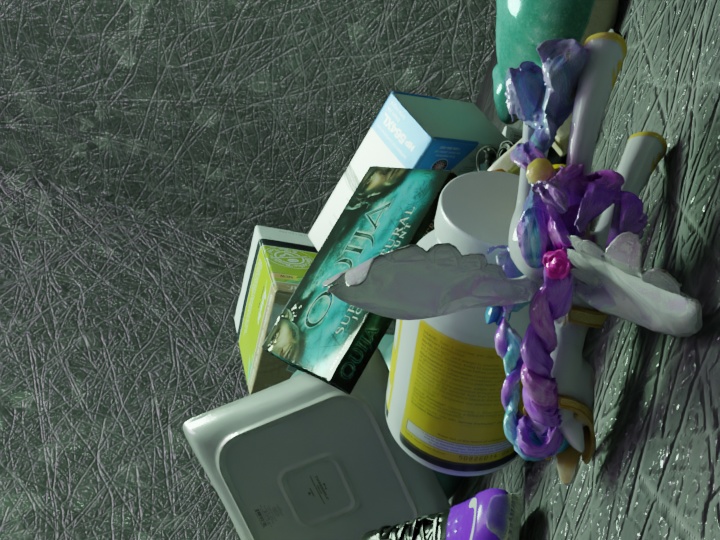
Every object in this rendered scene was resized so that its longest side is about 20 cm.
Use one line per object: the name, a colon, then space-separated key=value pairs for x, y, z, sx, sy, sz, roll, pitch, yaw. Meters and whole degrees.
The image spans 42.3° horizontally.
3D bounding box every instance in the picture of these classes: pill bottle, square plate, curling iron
pill bottle: x=0.080 y=0.038 z=0.638 sx=0.112 sy=0.111 sz=0.201 roll=-71 pitch=-9 yaw=-49
square plate: x=-0.035 y=0.192 z=0.829 sx=0.028 sy=0.197 sz=0.201 roll=-68 pitch=-46 yaw=-76
curling iron: x=0.168 y=-0.142 z=0.850 sx=0.025 sy=0.050 sz=0.200 roll=-15 pitch=-25 yaw=-41

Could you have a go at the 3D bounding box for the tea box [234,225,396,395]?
tea box: x=-0.033 y=0.056 z=1.097 sx=0.197 sy=0.198 sz=0.135 roll=-119 pitch=41 yaw=-62

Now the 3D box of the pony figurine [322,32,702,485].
pony figurine: x=0.097 y=-0.009 z=0.461 sx=0.193 sy=0.165 sz=0.202 roll=40 pitch=-121 yaw=-54

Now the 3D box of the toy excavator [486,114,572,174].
toy excavator: x=0.103 y=-0.053 z=0.849 sx=0.194 sy=0.100 sz=0.200 roll=-33 pitch=-13 yaw=-16

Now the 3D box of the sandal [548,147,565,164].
sandal: x=0.180 y=-0.119 z=0.961 sx=0.200 sy=0.042 sz=0.077 roll=-69 pitch=-4 yaw=-73

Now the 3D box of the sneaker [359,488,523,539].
sneaker: x=0.046 y=0.203 z=0.641 sx=0.201 sy=0.099 sz=0.070 roll=104 pitch=-179 yaw=-53

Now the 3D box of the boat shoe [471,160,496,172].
boat shoe: x=0.136 y=-0.020 z=1.008 sx=0.068 sy=0.073 sz=0.201 roll=-88 pitch=7 yaw=-52

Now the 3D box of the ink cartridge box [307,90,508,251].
ink cartridge box: x=0.053 y=-0.085 z=1.022 sx=0.145 sy=0.085 sz=0.201 roll=-3 pitch=-44 yaw=-47

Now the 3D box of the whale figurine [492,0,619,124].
whale figurine: x=0.166 y=-0.233 z=0.905 sx=0.200 sy=0.103 sz=0.160 roll=125 pitch=152 yaw=-56

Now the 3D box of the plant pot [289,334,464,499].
plant pot: x=0.039 y=0.143 z=0.911 sx=0.134 sy=0.200 sz=0.201 roll=-41 pitch=18 yaw=33

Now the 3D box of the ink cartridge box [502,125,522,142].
ink cartridge box: x=0.163 y=-0.059 z=1.122 sx=0.109 sy=0.050 sz=0.201 roll=-73 pitch=-2 yaw=-49

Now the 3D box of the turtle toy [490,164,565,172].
turtle toy: x=0.109 y=0.004 z=0.759 sx=0.146 sy=0.100 sz=0.201 roll=-71 pitch=-2 yaw=-50

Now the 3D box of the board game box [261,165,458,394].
board game box: x=0.000 y=0.000 z=0.811 sx=0.135 sy=0.028 sz=0.201 roll=13 pitch=70 yaw=58
